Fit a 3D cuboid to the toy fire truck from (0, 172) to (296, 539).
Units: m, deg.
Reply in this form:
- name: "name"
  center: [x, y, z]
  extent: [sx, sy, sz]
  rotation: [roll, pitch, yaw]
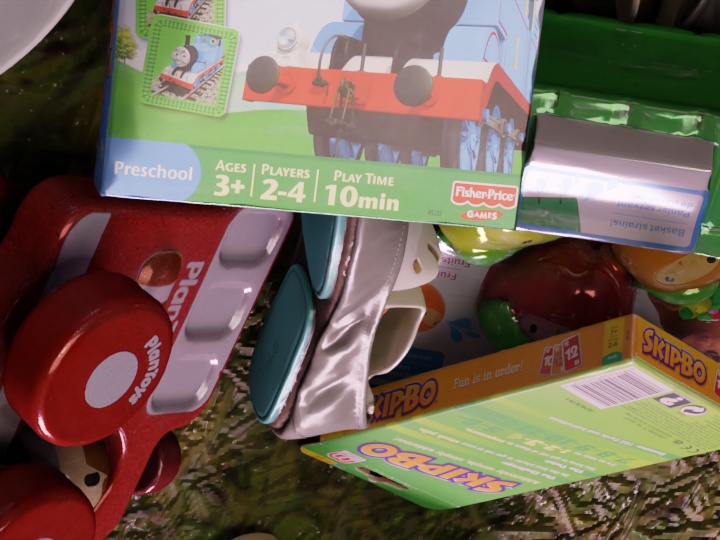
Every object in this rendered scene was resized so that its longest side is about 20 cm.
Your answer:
- name: "toy fire truck"
  center: [-0.115, 0.049, 0.902]
  extent: [0.168, 0.112, 0.201]
  rotation: [0, 120, -52]

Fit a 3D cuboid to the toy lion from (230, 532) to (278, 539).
- name: "toy lion"
  center: [-0.031, 0.221, 1.083]
  extent: [0.200, 0.069, 0.191]
  rotation: [-49, 137, 8]

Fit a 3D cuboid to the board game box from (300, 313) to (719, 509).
- name: "board game box"
  center: [0.072, 0.068, 0.988]
  extent: [0.199, 0.030, 0.095]
  rotation: [-21, 143, 41]

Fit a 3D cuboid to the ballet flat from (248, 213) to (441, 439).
- name: "ballet flat"
  center: [0.000, 0.000, 0.914]
  extent: [0.063, 0.068, 0.200]
  rotation: [-2, 144, -16]

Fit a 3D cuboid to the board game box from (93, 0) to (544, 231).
- name: "board game box"
  center: [-0.008, -0.120, 0.775]
  extent: [0.150, 0.037, 0.201]
  rotation: [4, 100, -10]

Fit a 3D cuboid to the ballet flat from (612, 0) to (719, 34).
- name: "ballet flat"
  center: [0.152, -0.157, 0.926]
  extent: [0.068, 0.068, 0.201]
  rotation: [9, 115, -23]

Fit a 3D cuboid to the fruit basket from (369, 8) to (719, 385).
- name: "fruit basket"
  center: [0.097, -0.008, 0.950]
  extent: [0.184, 0.094, 0.201]
  rotation: [9, 125, -1]

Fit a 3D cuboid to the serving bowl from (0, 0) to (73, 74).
- name: "serving bowl"
  center: [-0.182, -0.151, 0.746]
  extent: [0.199, 0.066, 0.201]
  rotation: [-8, 122, -13]
